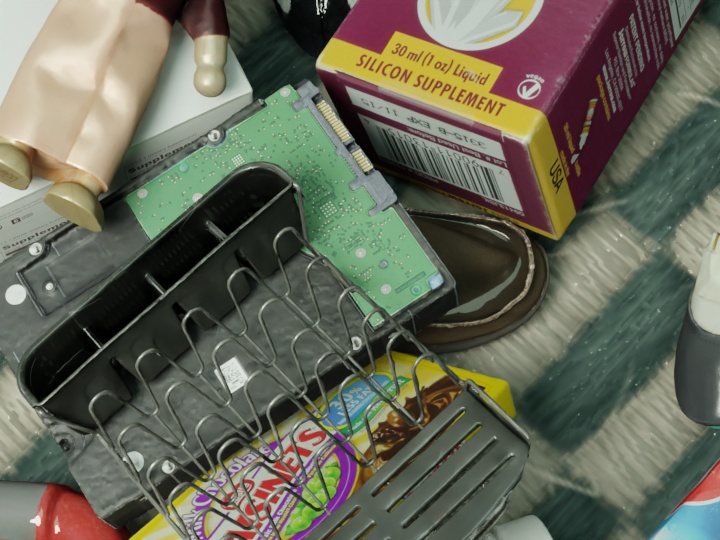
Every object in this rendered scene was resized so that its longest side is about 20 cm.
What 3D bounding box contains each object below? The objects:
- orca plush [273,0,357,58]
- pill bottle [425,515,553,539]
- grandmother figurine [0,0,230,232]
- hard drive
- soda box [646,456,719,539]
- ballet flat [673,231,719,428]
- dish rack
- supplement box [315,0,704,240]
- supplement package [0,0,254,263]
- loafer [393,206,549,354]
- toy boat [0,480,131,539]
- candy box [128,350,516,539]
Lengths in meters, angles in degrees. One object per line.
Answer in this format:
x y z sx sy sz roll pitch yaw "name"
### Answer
-0.014 -0.225 0.897 0.105 0.071 0.200 15 71 5 "orca plush"
0.001 0.184 0.729 0.200 0.109 0.109 -18 71 -7 "pill bottle"
-0.114 -0.127 0.745 0.121 0.061 0.200 33 74 -27 "grandmother figurine"
-0.071 0.013 0.761 0.200 0.038 0.140 -34 72 -5 "hard drive"
0.192 0.128 0.774 0.068 0.064 0.200 42 75 13 "soda box"
0.212 -0.014 0.819 0.073 0.073 0.200 31 72 11 "ballet flat"
-0.034 0.062 0.673 0.153 0.055 0.200 -42 57 -9 "dish rack"
0.090 -0.138 0.833 0.131 0.103 0.200 22 70 27 "supplement box"
-0.164 -0.120 0.838 0.156 0.111 0.200 -26 73 -9 "supplement package"
0.000 0.000 0.815 0.200 0.071 0.073 -1 70 0 "loafer"
-0.180 0.186 0.710 0.130 0.131 0.200 1 69 10 "toy boat"
-0.025 0.105 0.739 0.102 0.026 0.200 11 39 41 "candy box"
